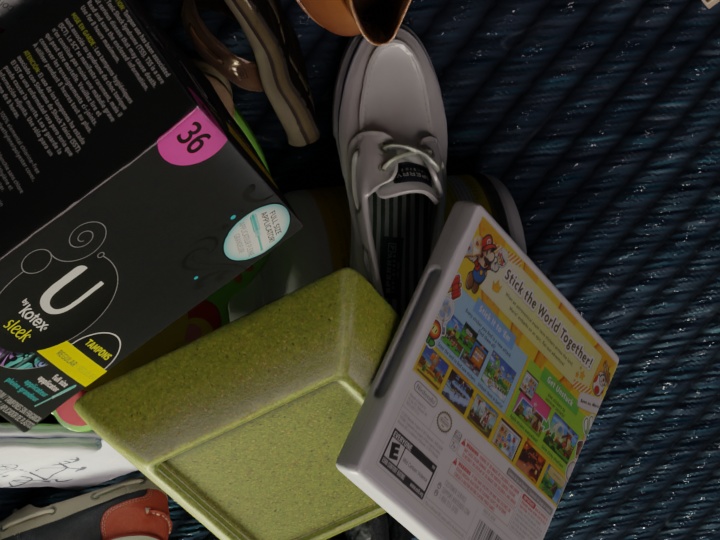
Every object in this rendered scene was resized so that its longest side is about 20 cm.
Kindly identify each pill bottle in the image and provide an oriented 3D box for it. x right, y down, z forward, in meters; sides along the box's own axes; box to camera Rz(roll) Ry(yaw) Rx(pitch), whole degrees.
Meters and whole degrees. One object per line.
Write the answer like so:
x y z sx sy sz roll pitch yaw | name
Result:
0.000 0.000 1.550 0.199 0.112 0.112 -6 135 -17 | pill bottle

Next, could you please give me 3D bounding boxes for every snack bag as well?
-0.219 0.129 1.578 0.199 0.022 0.188 4 162 -39 | snack bag

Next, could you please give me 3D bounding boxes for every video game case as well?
0.077 0.085 1.470 0.200 0.023 0.183 44 64 -45 | video game case

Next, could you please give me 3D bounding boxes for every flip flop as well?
-0.073 -0.143 1.413 0.057 0.081 0.200 -12 143 9 | flip flop

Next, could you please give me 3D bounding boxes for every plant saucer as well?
-0.040 0.106 1.460 0.199 0.048 0.200 -25 137 17 | plant saucer

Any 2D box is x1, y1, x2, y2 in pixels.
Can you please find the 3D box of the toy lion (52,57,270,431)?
-0.137 -0.004 1.455 0.199 0.069 0.192 -26 105 1 | toy lion

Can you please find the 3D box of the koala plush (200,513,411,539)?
-0.069 0.233 1.728 0.199 0.184 0.178 -13 137 8 | koala plush

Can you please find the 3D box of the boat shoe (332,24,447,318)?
0.027 -0.054 1.462 0.073 0.067 0.201 -5 94 -17 | boat shoe

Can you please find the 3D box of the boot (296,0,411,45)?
-0.004 -0.174 1.343 0.073 0.155 0.200 -17 137 -5 | boot

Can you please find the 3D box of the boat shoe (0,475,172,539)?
-0.224 0.195 1.688 0.199 0.063 0.071 -16 146 18 | boat shoe

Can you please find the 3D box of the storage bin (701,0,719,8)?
0.219 -0.290 1.363 0.200 0.094 0.198 -35 136 15 | storage bin

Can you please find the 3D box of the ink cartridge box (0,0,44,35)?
-0.172 -0.213 1.289 0.145 0.083 0.200 25 120 -39 | ink cartridge box

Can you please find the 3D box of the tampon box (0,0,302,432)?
-0.163 -0.037 1.311 0.200 0.126 0.150 -37 148 4 | tampon box
